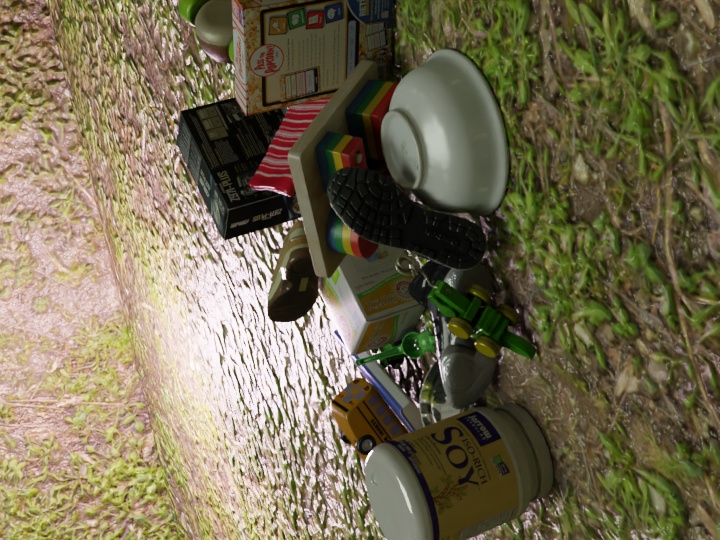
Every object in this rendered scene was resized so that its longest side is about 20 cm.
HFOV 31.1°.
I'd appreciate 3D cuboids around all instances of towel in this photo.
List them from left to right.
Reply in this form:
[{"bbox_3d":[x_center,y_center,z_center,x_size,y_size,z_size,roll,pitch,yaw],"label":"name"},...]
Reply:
[{"bbox_3d":[-0.085,-0.198,1.808,0.201,0.022,0.144,-64,26,-4],"label":"towel"}]

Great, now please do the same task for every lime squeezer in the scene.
[{"bbox_3d":[0.072,0.098,1.763,0.200,0.070,0.038,-21,68,56],"label":"lime squeezer"}]

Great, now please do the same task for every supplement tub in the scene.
[{"bbox_3d":[0.120,0.253,1.584,0.146,0.199,0.146,49,149,44],"label":"supplement tub"}]

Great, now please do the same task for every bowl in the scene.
[{"bbox_3d":[0.084,-0.151,1.517,0.201,0.090,0.202,50,150,45],"label":"bowl"}]

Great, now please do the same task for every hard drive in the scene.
[{"bbox_3d":[0.041,0.174,1.875,0.200,0.025,0.132,47,173,47],"label":"hard drive"}]

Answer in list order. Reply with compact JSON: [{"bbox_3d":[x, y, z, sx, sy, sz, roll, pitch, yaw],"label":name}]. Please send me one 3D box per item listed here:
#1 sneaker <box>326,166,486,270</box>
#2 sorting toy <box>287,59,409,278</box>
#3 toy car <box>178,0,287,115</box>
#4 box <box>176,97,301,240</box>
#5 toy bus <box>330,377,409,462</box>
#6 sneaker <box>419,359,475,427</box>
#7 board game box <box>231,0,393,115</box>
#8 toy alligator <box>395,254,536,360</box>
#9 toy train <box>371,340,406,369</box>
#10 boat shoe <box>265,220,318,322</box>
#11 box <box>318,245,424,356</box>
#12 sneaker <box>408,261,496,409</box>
[{"bbox_3d":[0.049,-0.053,1.526,0.199,0.076,0.088,28,176,-1],"label":"sneaker"},{"bbox_3d":[0.003,-0.122,1.614,0.069,0.200,0.200,13,138,25],"label":"sorting toy"},{"bbox_3d":[-0.158,-0.320,1.913,0.164,0.157,0.201,43,156,33],"label":"toy car"},{"bbox_3d":[-0.176,-0.168,2.027,0.201,0.163,0.086,61,155,25],"label":"box"},{"bbox_3d":[0.033,0.258,1.903,0.201,0.078,0.065,54,165,-24],"label":"toy bus"},{"bbox_3d":[0.122,0.215,1.720,0.085,0.074,0.202,14,-107,-79],"label":"sneaker"},{"bbox_3d":[-0.058,-0.285,1.605,0.046,0.198,0.152,-124,27,-45],"label":"board game box"},{"bbox_3d":[0.119,0.047,1.531,0.199,0.060,0.054,34,160,-4],"label":"toy alligator"},{"bbox_3d":[0.012,0.063,1.918,0.201,0.041,0.057,56,143,36],"label":"toy train"},{"bbox_3d":[-0.093,0.001,1.829,0.200,0.071,0.077,119,145,-54],"label":"boat shoe"},{"bbox_3d":[0.000,0.000,1.813,0.201,0.101,0.113,63,156,23],"label":"box"},{"bbox_3d":[0.115,0.067,1.633,0.114,0.075,0.202,38,134,56],"label":"sneaker"}]
